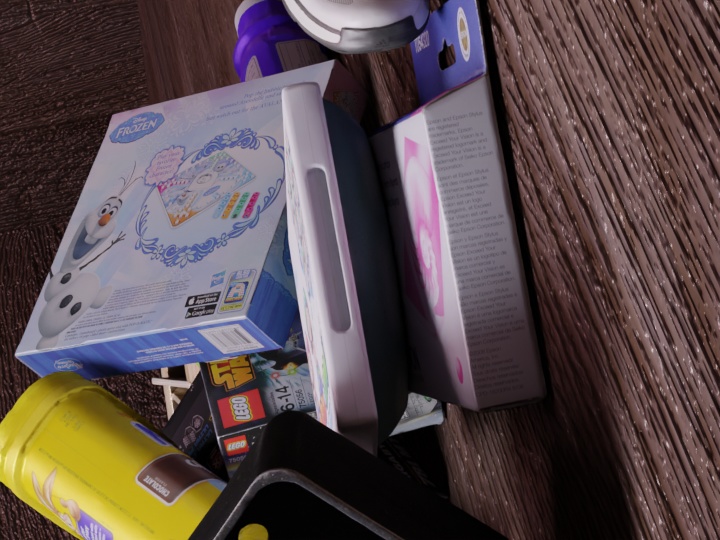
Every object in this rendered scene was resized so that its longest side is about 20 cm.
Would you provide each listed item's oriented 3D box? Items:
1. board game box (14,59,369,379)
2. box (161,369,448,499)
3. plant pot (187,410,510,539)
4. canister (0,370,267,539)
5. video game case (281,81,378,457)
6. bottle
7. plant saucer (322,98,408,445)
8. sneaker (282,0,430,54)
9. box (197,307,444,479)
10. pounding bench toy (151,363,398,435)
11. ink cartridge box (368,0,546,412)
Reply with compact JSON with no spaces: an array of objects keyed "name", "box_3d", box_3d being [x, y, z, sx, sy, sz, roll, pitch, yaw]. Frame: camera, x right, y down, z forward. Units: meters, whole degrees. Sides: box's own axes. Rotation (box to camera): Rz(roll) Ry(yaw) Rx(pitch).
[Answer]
[{"name":"board game box","box_3d":[-0.107,-0.029,1.374,0.043,0.200,0.199,44,-130,-38]},{"name":"box","box_3d":[-0.061,0.156,1.408,0.200,0.050,0.199,-56,48,19]},{"name":"plant pot","box_3d":[-0.014,0.179,0.971,0.200,0.199,0.177,-55,12,13]},{"name":"canister","box_3d":[-0.114,0.156,1.322,0.200,0.087,0.149,30,170,39]},{"name":"video game case","box_3d":[-0.017,0.024,1.141,0.200,0.024,0.182,91,169,-69]},{"name":"bottle","box_3d":[-0.049,-0.124,1.511,0.200,0.065,0.084,-109,13,-49]},{"name":"plant saucer","box_3d":[0.000,0.000,1.201,0.200,0.027,0.200,170,90,-85]},{"name":"sneaker","box_3d":[-0.012,-0.207,1.104,0.115,0.076,0.201,86,174,-45]},{"name":"box","box_3d":[-0.038,0.036,1.358,0.200,0.137,0.040,-110,6,-51]},{"name":"pounding bench toy","box_3d":[-0.051,0.066,1.532,0.200,0.124,0.156,-2,98,50]},{"name":"ink cartridge box","box_3d":[0.040,-0.033,1.091,0.196,0.043,0.200,172,87,-83]}]
